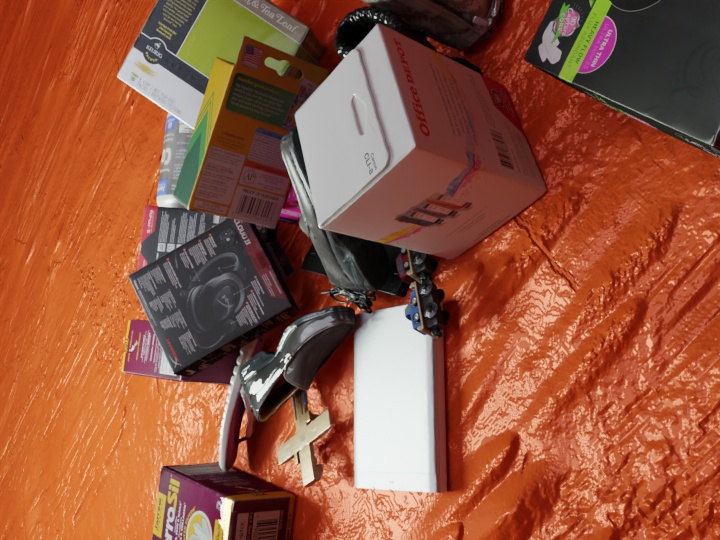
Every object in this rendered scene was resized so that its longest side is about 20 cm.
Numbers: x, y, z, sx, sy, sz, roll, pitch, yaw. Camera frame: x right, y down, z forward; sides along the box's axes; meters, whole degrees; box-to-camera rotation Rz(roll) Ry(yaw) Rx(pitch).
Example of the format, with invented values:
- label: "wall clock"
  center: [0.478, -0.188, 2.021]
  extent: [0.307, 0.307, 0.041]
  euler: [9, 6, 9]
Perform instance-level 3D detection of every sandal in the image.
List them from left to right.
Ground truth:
- label: "sandal"
  center: [-0.157, 0.183, 1.061]
  extent: [0.049, 0.082, 0.206]
  euler: [11, 89, 6]

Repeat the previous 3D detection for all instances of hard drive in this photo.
- label: "hard drive"
  center: [0.042, 0.144, 0.863]
  extent: [0.131, 0.026, 0.204]
  euler: [-14, 72, 47]

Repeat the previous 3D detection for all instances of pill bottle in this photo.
- label: "pill bottle"
  center: [-0.263, -0.146, 1.209]
  extent: [0.113, 0.113, 0.204]
  euler: [-2, 80, 48]

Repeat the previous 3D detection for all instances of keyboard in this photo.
- label: "keyboard"
  center: [0.000, 0.000, 0.948]
  extent: [0.199, 0.040, 0.105]
  euler: [15, 70, 50]

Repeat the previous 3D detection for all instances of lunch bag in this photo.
- label: "lunch bag"
  center: [0.055, -0.343, 0.828]
  extent: [0.139, 0.198, 0.170]
  euler: [-37, 53, 40]

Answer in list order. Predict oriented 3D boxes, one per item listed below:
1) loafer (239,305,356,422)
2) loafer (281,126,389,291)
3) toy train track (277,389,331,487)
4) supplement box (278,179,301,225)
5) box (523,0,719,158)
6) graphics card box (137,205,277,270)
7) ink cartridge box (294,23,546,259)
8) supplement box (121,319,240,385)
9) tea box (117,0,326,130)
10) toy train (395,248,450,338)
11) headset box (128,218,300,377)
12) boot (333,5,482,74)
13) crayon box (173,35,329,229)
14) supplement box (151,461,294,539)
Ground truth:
- label: "loafer"
  center: [-0.072, 0.115, 0.938]
  extent: [0.200, 0.072, 0.073]
  euler: [-42, 50, 32]
- label: "loafer"
  center: [-0.042, -0.060, 0.836]
  extent: [0.071, 0.073, 0.202]
  euler: [-10, 115, 36]
- label: "toy train track"
  center: [-0.067, 0.178, 0.979]
  extent: [0.115, 0.032, 0.202]
  euler: [-41, 46, 36]
- label: "supplement box"
  center: [-0.048, -0.127, 0.967]
  extent: [0.198, 0.100, 0.105]
  euler: [-7, 77, 48]
- label: "box"
  center: [0.263, -0.188, 0.607]
  extent: [0.200, 0.123, 0.150]
  euler: [43, 115, 43]
- label: "graphics card box"
  center: [-0.223, -0.025, 1.107]
  extent: [0.196, 0.051, 0.128]
  euler: [3, 83, 13]
- label: "ink cartridge box"
  center: [0.058, -0.120, 0.769]
  extent: [0.144, 0.198, 0.147]
  euler: [-36, 56, 37]
- label: "supplement box"
  center: [-0.269, 0.124, 1.158]
  extent: [0.198, 0.109, 0.087]
  euler: [-3, 78, 48]
- label: "tea box"
  center: [-0.185, -0.287, 1.044]
  extent: [0.199, 0.134, 0.198]
  euler: [34, 99, 4]
- label: "toy train"
  center: [0.060, -0.010, 0.844]
  extent: [0.045, 0.034, 0.203]
  euler: [-30, 50, 27]
- label: "headset box"
  center: [-0.186, 0.028, 1.022]
  extent: [0.198, 0.077, 0.150]
  euler: [-30, 79, -2]
- label: "boot"
  center: [0.020, -0.231, 0.868]
  extent: [0.209, 0.156, 0.081]
  euler: [3, 84, 49]
- label: "crayon box"
  center: [-0.128, -0.161, 0.895]
  extent: [0.051, 0.124, 0.203]
  euler: [34, 107, 47]
- label: "supplement box"
  center: [-0.190, 0.346, 1.026]
  extent: [0.198, 0.102, 0.133]
  euler: [1, 84, 49]
